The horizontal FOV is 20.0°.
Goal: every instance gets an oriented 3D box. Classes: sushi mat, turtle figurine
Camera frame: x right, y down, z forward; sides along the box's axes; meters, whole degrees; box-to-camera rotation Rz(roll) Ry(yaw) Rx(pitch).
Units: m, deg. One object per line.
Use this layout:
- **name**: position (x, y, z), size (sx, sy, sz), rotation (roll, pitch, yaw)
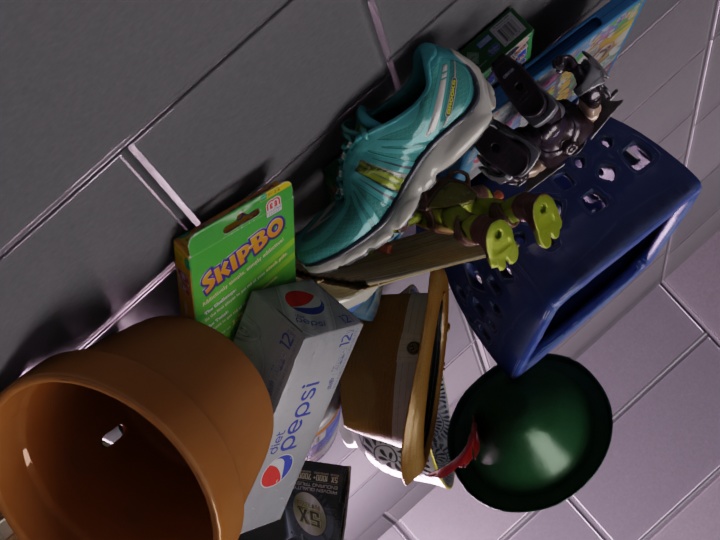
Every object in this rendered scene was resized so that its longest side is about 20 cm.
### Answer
- **sushi mat**: position (0.034, -0.011, 1.656), size (0.199, 0.095, 0.012), rotation (-14, 110, -48)
- **turtle figurine**: position (0.082, -0.048, 1.639), size (0.199, 0.161, 0.065), rotation (-11, 106, -40)

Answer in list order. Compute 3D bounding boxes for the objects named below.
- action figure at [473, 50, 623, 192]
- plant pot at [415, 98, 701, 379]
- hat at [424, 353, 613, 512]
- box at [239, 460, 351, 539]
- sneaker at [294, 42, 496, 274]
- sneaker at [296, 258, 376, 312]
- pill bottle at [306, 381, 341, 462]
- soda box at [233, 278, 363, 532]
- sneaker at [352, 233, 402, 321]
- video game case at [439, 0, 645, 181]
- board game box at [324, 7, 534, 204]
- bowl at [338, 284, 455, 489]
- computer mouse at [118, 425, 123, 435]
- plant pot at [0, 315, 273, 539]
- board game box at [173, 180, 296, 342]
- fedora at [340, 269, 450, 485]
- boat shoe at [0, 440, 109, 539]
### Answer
- **action figure**: position (0.144, -0.119, 1.633), size (0.130, 0.069, 0.200), rotation (-55, 165, 11)
- **plant pot**: position (0.167, -0.050, 1.875), size (0.200, 0.180, 0.200), rotation (-37, 167, -20)
- **hat**: position (0.134, 0.118, 1.892), size (0.165, 0.201, 0.176), rotation (-27, 139, 7)
- **box**: position (-0.114, 0.226, 1.884), size (0.164, 0.199, 0.087), rotation (103, -5, -70)
- **sneaker**: position (0.012, -0.086, 1.535), size (0.200, 0.080, 0.078), rotation (-50, -151, 7)
- **sneaker**: position (-0.074, 0.047, 1.686), size (0.199, 0.077, 0.111), rotation (-29, 156, -34)
- **pill bottle**: position (-0.073, 0.126, 1.886), size (0.112, 0.112, 0.200), rotation (-39, 168, -14)
- **soda box**: position (-0.072, 0.107, 1.569), size (0.068, 0.063, 0.201), rotation (-14, 135, -46)
- **sneaker**: position (0.000, 0.000, 1.753), size (0.200, 0.082, 0.074), rotation (-44, 168, 7)
- **video game case**: position (0.153, -0.152, 1.730), size (0.200, 0.018, 0.143), rotation (-38, 167, -20)
- **board game box**: position (0.057, -0.117, 1.659), size (0.200, 0.029, 0.135), rotation (-41, 168, -8)
- **bowl**: position (0.026, 0.120, 1.980), size (0.094, 0.202, 0.201), rotation (-10, 171, 9)
- **computer mouse**: position (-0.135, 0.145, 1.663), size (0.200, 0.140, 0.046), rotation (103, 5, -58)
- **plant pot**: position (-0.153, 0.125, 1.480), size (0.140, 0.200, 0.200), rotation (-47, 175, -48)
- **board game box**: position (-0.091, 0.017, 1.531), size (0.095, 0.030, 0.201), rotation (-32, 148, -25)
- **fedora**: position (0.028, 0.085, 1.795), size (0.201, 0.081, 0.202), rotation (6, 90, -82)
- **boat shoe**: position (-0.247, 0.194, 1.657), size (0.072, 0.076, 0.200), rotation (-50, 167, 24)
